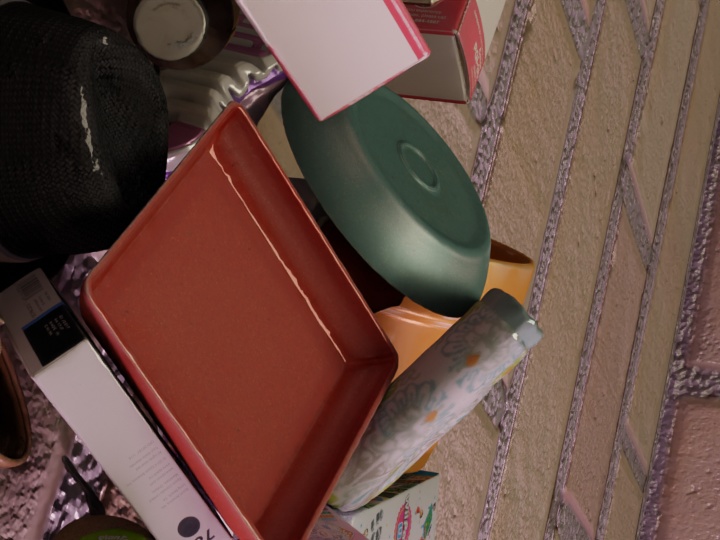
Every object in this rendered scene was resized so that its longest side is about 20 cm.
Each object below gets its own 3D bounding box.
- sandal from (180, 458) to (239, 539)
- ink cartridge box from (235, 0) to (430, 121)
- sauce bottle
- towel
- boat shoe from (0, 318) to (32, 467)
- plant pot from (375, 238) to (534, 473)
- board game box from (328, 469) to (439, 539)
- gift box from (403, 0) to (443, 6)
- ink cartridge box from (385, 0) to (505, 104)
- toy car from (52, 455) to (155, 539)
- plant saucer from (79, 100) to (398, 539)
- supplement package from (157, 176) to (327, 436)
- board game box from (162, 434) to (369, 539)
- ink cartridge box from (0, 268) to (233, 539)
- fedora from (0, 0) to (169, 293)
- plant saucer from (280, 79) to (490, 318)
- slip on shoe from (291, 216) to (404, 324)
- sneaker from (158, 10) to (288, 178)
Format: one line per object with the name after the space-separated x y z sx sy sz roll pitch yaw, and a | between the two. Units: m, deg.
-0.086 0.168 1.057 0.083 0.050 0.203 -119 -146 -43 | sandal
-0.054 -0.208 1.048 0.146 0.085 0.200 54 6 -46 | ink cartridge box
-0.106 -0.152 1.040 0.200 0.064 0.065 -105 -162 -81 | sauce bottle
0.044 0.089 1.150 0.171 0.048 0.200 -45 173 -2 | towel
-0.214 0.028 0.884 0.200 0.072 0.076 76 28 -44 | boat shoe
0.015 0.051 1.367 0.200 0.200 0.184 -5 113 -70 | plant pot
-0.041 0.186 1.303 0.200 0.147 0.065 -6 101 -70 | board game box
0.008 -0.297 1.221 0.184 0.199 0.187 -35 126 -48 | gift box
0.042 -0.237 1.388 0.083 0.146 0.200 73 31 -50 | ink cartridge box
-0.170 0.199 1.029 0.200 0.157 0.165 -102 -177 -64 | toy car
-0.069 0.036 0.986 0.200 0.037 0.200 58 36 -21 | plant saucer
-0.077 0.046 1.210 0.114 0.109 0.201 -56 147 -51 | supplement package
-0.072 0.222 1.131 0.043 0.199 0.201 -8 116 -37 | board game box
-0.127 0.097 0.964 0.039 0.099 0.200 -34 123 -9 | ink cartridge box
-0.163 -0.072 0.959 0.200 0.091 0.201 7 90 -70 | fedora
0.028 -0.061 1.176 0.200 0.036 0.200 41 27 -26 | plant saucer
0.000 0.000 1.157 0.200 0.061 0.074 -27 123 -65 | slip on shoe
-0.100 -0.101 1.161 0.200 0.080 0.089 -54 152 -45 | sneaker
